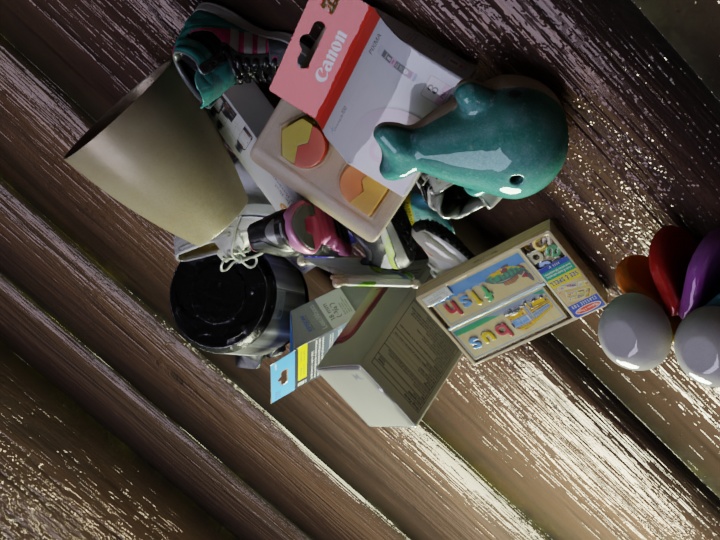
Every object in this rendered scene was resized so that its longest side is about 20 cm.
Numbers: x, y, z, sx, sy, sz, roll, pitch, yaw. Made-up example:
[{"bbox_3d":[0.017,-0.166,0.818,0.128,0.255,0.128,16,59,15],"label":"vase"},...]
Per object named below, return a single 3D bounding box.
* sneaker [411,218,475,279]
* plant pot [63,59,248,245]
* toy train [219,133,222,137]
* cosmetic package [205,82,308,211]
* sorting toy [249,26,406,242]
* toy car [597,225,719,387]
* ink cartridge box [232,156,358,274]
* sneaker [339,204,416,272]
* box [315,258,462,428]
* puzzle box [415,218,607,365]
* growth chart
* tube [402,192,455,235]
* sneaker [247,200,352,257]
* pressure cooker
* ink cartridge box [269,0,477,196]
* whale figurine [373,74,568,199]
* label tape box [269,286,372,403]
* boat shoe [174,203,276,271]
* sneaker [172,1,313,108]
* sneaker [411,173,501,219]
[{"bbox_3d":[0.122,0.022,1.517,0.200,0.093,0.070,40,-168,-25],"label":"sneaker"},{"bbox_3d":[-0.245,-0.135,1.541,0.200,0.187,0.187,48,151,-18],"label":"plant pot"},{"bbox_3d":[-0.262,-0.123,1.719,0.084,0.116,0.200,15,154,-8],"label":"toy train"},{"bbox_3d":[-0.127,-0.163,1.527,0.200,0.051,0.083,54,155,5],"label":"cosmetic package"},{"bbox_3d":[-0.012,-0.154,1.375,0.185,0.036,0.200,35,115,2],"label":"sorting toy"},{"bbox_3d":[0.356,0.027,1.248,0.200,0.175,0.151,11,108,41],"label":"toy car"},{"bbox_3d":[-0.103,-0.093,1.683,0.198,0.043,0.200,42,151,-12],"label":"ink cartridge box"},{"bbox_3d":[0.004,-0.076,1.475,0.083,0.072,0.200,-7,123,22],"label":"sneaker"},{"bbox_3d":[0.056,0.100,1.634,0.128,0.200,0.109,49,150,-22],"label":"box"},{"bbox_3d":[0.185,0.032,1.464,0.200,0.025,0.133,-29,117,29],"label":"puzzle box"},{"bbox_3d":[0.000,0.000,1.602,0.144,0.018,0.200,3,-171,-21],"label":"growth chart"},{"bbox_3d":[0.026,-0.093,1.538,0.199,0.051,0.077,16,158,22],"label":"tube"},{"bbox_3d":[-0.077,-0.046,1.495,0.095,0.079,0.200,-16,172,21],"label":"sneaker"},{"bbox_3d":[-0.173,0.046,1.798,0.179,0.176,0.200,50,-168,17],"label":"pressure cooker"},{"bbox_3d":[0.004,-0.198,1.299,0.200,0.057,0.163,29,125,-1],"label":"ink cartridge box"},{"bbox_3d":[0.116,-0.123,1.228,0.199,0.104,0.159,-8,140,1],"label":"whale figurine"},{"bbox_3d":[-0.062,0.101,1.772,0.063,0.200,0.144,56,161,23],"label":"label tape box"},{"bbox_3d":[-0.178,-0.038,1.660,0.201,0.086,0.075,-6,160,25],"label":"boat shoe"},{"bbox_3d":[-0.143,-0.237,1.411,0.200,0.121,0.084,25,152,18],"label":"sneaker"},{"bbox_3d":[0.096,-0.102,1.389,0.074,0.089,0.200,48,153,-26],"label":"sneaker"}]
